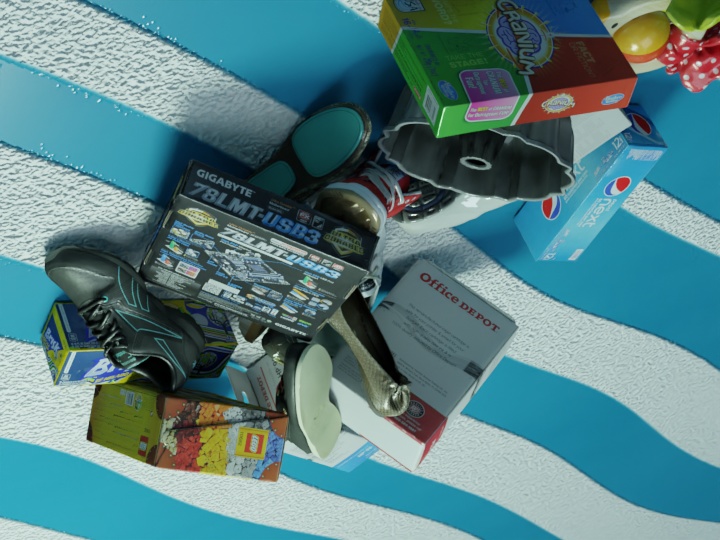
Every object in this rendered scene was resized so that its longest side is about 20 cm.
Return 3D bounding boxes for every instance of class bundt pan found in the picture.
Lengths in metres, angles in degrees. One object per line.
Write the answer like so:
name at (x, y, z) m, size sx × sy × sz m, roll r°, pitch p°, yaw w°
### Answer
bundt pan at (0.121, -0.140, 1.521) m, size 0.201 × 0.076 × 0.202 m, roll 12°, pitch 165°, yaw 3°

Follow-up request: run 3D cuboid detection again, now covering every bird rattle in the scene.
bird rattle at (0.306, -0.252, 1.559) m, size 0.163 × 0.113 × 0.200 m, roll -12°, pitch 161°, yaw 3°

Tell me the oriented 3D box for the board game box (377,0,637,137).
board game box at (0.136, -0.204, 1.431) m, size 0.200 × 0.153 × 0.040 m, roll -11°, pitch 144°, yaw -20°

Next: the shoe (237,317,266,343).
shoe at (-0.102, 0.009, 1.691) m, size 0.070 × 0.053 × 0.200 m, roll -43°, pitch 168°, yaw -39°

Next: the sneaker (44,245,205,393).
sneaker at (-0.243, 0.049, 1.569) m, size 0.200 × 0.079 × 0.075 m, roll 38°, pitch 138°, yaw -25°

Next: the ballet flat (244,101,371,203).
ballet flat at (-0.053, -0.107, 1.546) m, size 0.200 × 0.068 × 0.075 m, roll -37°, pitch 167°, yaw 29°

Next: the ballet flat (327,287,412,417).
ballet flat at (0.003, 0.065, 1.653) m, size 0.046 × 0.200 × 0.067 m, roll -22°, pitch -176°, yaw 38°

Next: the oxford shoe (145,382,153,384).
oxford shoe at (-0.237, 0.176, 1.823) m, size 0.200 × 0.075 × 0.071 m, roll 30°, pitch 79°, yaw -32°

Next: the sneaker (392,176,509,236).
sneaker at (0.125, -0.093, 1.678) m, size 0.200 × 0.075 × 0.087 m, roll -16°, pitch 160°, yaw 0°

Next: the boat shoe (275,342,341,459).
boat shoe at (-0.066, 0.139, 1.682) m, size 0.074 × 0.063 × 0.202 m, roll -57°, pitch 159°, yaw -27°

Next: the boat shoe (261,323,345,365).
boat shoe at (-0.052, 0.090, 1.805) m, size 0.060 × 0.072 × 0.202 m, roll -23°, pitch 162°, yaw 16°

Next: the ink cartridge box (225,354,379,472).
ink cartridge box at (-0.066, 0.165, 1.870) m, size 0.068 × 0.116 × 0.200 m, roll -38°, pitch 146°, yaw 20°

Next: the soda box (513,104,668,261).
soda box at (0.259, -0.098, 1.742) m, size 0.064 × 0.068 × 0.200 m, roll 1°, pitch 140°, yaw -34°

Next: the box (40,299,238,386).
box at (-0.242, 0.077, 1.673) m, size 0.200 × 0.070 × 0.064 m, roll -1°, pitch 139°, yaw -32°

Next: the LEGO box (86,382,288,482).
LEGO box at (-0.194, 0.173, 1.688) m, size 0.149 × 0.077 × 0.200 m, roll 12°, pitch 177°, yaw -30°

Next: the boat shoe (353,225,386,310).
boat shoe at (0.000, 0.000, 1.719) m, size 0.073 × 0.067 × 0.200 m, roll -15°, pitch 147°, yaw -13°

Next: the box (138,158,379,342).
box at (-0.106, -0.014, 1.524) m, size 0.200 × 0.050 × 0.199 m, roll 21°, pitch 150°, yaw -10°

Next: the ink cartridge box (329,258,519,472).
ink cartridge box at (0.066, 0.107, 1.764) m, size 0.200 × 0.147 × 0.083 m, roll -48°, pitch 165°, yaw -29°

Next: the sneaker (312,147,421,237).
sneaker at (0.015, -0.080, 1.549) m, size 0.112 × 0.071 × 0.200 m, roll -39°, pitch -176°, yaw -14°

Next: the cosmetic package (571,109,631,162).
cosmetic package at (0.204, -0.187, 1.593) m, size 0.082 × 0.051 × 0.200 m, roll -35°, pitch 146°, yaw 14°
